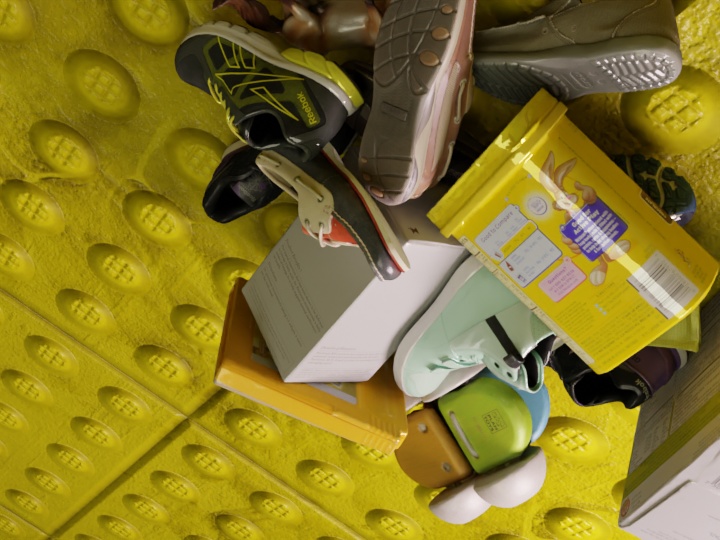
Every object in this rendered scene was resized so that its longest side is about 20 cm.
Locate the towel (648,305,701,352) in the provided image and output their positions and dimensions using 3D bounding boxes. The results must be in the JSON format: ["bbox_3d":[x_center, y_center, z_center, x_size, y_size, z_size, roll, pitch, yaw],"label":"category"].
[{"bbox_3d":[0.203,0.026,0.919,0.198,0.018,0.087,4,117,31],"label":"towel"}]

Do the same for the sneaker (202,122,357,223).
[{"bbox_3d":[-0.077,-0.101,0.976,0.076,0.088,0.199,43,136,-17],"label":"sneaker"}]

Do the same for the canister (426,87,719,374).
[{"bbox_3d":[0.171,-0.027,0.834,0.200,0.087,0.149,44,136,1],"label":"canister"}]

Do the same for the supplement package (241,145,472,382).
[{"bbox_3d":[0.000,0.000,0.962,0.117,0.118,0.200,6,136,-44],"label":"supplement package"}]

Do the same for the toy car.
[{"bbox_3d":[0.127,0.165,1.119,0.200,0.149,0.176,-37,83,49],"label":"toy car"}]

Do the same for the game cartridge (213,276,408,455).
[{"bbox_3d":[-0.046,0.093,1.033,0.198,0.177,0.033,23,114,-13],"label":"game cartridge"}]

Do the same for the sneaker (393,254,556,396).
[{"bbox_3d":[0.104,0.086,0.948,0.119,0.073,0.201,53,139,24],"label":"sneaker"}]

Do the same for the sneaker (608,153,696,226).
[{"bbox_3d":[0.210,-0.046,0.924,0.198,0.078,0.085,-3,142,39],"label":"sneaker"}]

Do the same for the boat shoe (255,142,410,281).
[{"bbox_3d":[-0.025,-0.054,0.850,0.062,0.200,0.071,-34,141,-2],"label":"boat shoe"}]

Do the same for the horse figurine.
[{"bbox_3d":[-0.018,-0.216,0.857,0.197,0.050,0.133,5,157,10],"label":"horse figurine"}]

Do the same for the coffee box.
[{"bbox_3d":[0.382,0.153,0.934,0.198,0.199,0.201,24,140,1],"label":"coffee box"}]

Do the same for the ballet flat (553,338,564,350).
[{"bbox_3d":[0.158,0.054,1.017,0.069,0.072,0.199,-4,168,-38],"label":"ballet flat"}]

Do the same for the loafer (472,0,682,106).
[{"bbox_3d":[0.164,-0.179,0.812,0.198,0.070,0.075,5,161,38],"label":"loafer"}]

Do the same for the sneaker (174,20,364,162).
[{"bbox_3d":[-0.095,-0.151,0.866,0.199,0.085,0.075,19,159,35],"label":"sneaker"}]

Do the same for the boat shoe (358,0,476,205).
[{"bbox_3d":[0.054,-0.151,0.813,0.076,0.071,0.202,36,121,35],"label":"boat shoe"}]

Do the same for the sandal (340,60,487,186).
[{"bbox_3d":[0.058,-0.134,0.910,0.199,0.055,0.081,26,157,-26],"label":"sandal"}]

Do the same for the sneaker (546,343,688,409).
[{"bbox_3d":[0.214,0.087,1.000,0.076,0.087,0.199,56,155,-17],"label":"sneaker"}]
